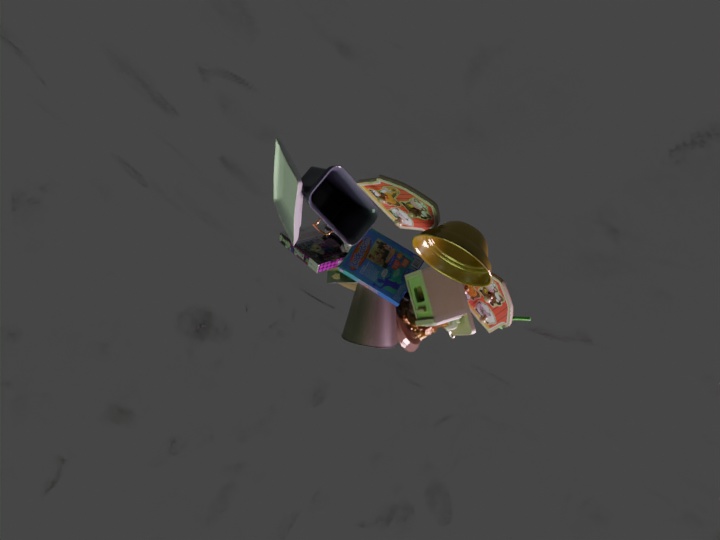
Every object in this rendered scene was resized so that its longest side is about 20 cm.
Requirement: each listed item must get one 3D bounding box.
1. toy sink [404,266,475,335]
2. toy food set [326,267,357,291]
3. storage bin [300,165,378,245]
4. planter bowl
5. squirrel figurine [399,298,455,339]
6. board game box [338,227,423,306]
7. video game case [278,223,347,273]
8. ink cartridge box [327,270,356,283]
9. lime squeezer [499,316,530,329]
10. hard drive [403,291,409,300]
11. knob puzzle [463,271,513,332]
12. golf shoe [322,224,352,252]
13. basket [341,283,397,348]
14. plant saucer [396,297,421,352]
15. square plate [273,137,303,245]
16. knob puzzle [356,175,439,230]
[{"bbox_3d":[0.206,0.088,1.407,0.130,0.111,0.201,156,99,-73],"label":"toy sink"},{"bbox_3d":[-0.022,0.023,1.757,0.197,0.049,0.200,30,162,-23],"label":"toy food set"},{"bbox_3d":[-0.078,-0.169,1.346,0.200,0.146,0.134,44,171,-37],"label":"storage bin"},{"bbox_3d":[0.221,-0.052,1.181,0.200,0.084,0.201,30,165,9],"label":"planter bowl"},{"bbox_3d":[0.233,0.146,1.690,0.186,0.142,0.200,21,153,-25],"label":"squirrel figurine"},{"bbox_3d":[0.060,-0.015,1.495,0.199,0.153,0.045,32,166,5],"label":"board game box"},{"bbox_3d":[-0.115,-0.073,1.587,0.181,0.199,0.036,37,125,29],"label":"video game case"},{"bbox_3d":[0.000,0.000,1.586,0.199,0.048,0.146,2,-166,-4],"label":"ink cartridge box"},{"bbox_3d":[0.412,0.146,1.509,0.070,0.038,0.200,32,164,0],"label":"lime squeezer"},{"bbox_3d":[0.103,0.033,1.770,0.199,0.042,0.135,27,164,18],"label":"hard drive"},{"bbox_3d":[0.311,0.067,1.351,0.220,0.030,0.220,43,153,28],"label":"knob puzzle"},{"bbox_3d":[-0.018,-0.080,1.568,0.199,0.092,0.073,31,162,1],"label":"golf shoe"},{"bbox_3d":[0.041,0.121,1.634,0.179,0.201,0.136,10,-169,9],"label":"basket"},{"bbox_3d":[0.151,0.175,1.770,0.029,0.201,0.200,-25,131,27],"label":"plant saucer"},{"bbox_3d":[-0.183,-0.200,1.337,0.201,0.028,0.199,101,150,-43],"label":"square plate"},{"bbox_3d":[0.099,-0.144,1.215,0.219,0.031,0.220,30,164,9],"label":"knob puzzle"}]
